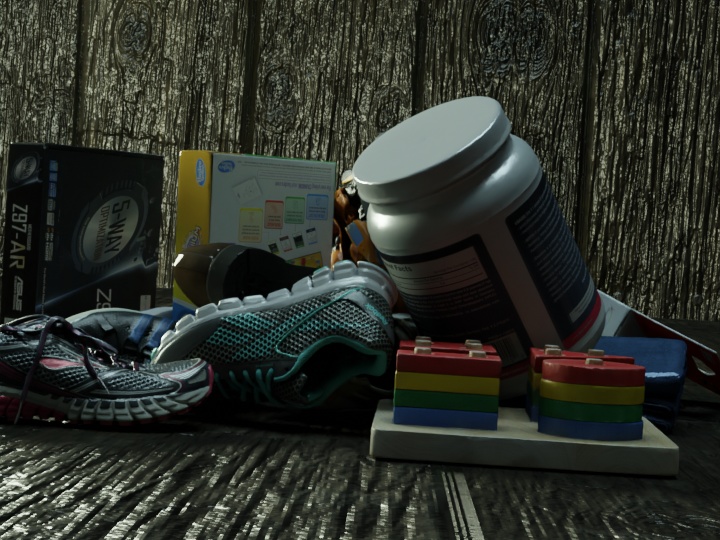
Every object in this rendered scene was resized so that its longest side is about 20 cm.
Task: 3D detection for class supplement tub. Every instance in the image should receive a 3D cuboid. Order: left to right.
[{"bbox_3d":[0.090,-0.015,1.368,0.140,0.201,0.141,-23,22,10],"label":"supplement tub"}]

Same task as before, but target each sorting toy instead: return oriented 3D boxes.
[{"bbox_3d":[0.110,0.088,1.238,0.198,0.070,0.200,4,1,2],"label":"sorting toy"}]

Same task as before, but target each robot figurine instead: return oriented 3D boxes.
[{"bbox_3d":[0.000,0.000,1.583,0.058,0.146,0.200,-3,35,-20],"label":"robot figurine"}]

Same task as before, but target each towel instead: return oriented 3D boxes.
[{"bbox_3d":[0.166,0.087,1.467,0.199,0.049,0.112,1,18,15],"label":"towel"}]

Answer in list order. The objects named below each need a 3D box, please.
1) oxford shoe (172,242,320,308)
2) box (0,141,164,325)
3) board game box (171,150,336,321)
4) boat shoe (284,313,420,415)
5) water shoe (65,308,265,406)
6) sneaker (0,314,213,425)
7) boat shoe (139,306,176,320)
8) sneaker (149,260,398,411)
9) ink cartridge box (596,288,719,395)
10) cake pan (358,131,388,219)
[{"bbox_3d":[-0.073,0.021,1.405,0.084,0.073,0.200,14,-15,37],"label":"oxford shoe"},{"bbox_3d":[-0.243,-0.007,1.573,0.043,0.201,0.160,5,1,33],"label":"box"},{"bbox_3d":[-0.089,0.003,1.516,0.040,0.201,0.153,4,1,42],"label":"board game box"},{"bbox_3d":[0.018,0.073,1.409,0.068,0.075,0.200,-14,3,33],"label":"boat shoe"},{"bbox_3d":[-0.147,0.068,1.378,0.199,0.072,0.079,2,4,-32],"label":"water shoe"},{"bbox_3d":[-0.200,0.067,1.240,0.199,0.075,0.081,4,2,-10],"label":"sneaker"},{"bbox_3d":[-0.199,0.066,1.487,0.070,0.071,0.199,8,11,40],"label":"boat shoe"},{"bbox_3d":[-0.064,0.064,1.288,0.199,0.078,0.091,-24,42,9],"label":"sneaker"},{"bbox_3d":[0.251,0.075,1.648,0.173,0.044,0.200,30,-6,23],"label":"ink cartridge box"},{"bbox_3d":[0.070,-0.030,1.541,0.037,0.201,0.200,-39,-18,22],"label":"cake pan"}]
